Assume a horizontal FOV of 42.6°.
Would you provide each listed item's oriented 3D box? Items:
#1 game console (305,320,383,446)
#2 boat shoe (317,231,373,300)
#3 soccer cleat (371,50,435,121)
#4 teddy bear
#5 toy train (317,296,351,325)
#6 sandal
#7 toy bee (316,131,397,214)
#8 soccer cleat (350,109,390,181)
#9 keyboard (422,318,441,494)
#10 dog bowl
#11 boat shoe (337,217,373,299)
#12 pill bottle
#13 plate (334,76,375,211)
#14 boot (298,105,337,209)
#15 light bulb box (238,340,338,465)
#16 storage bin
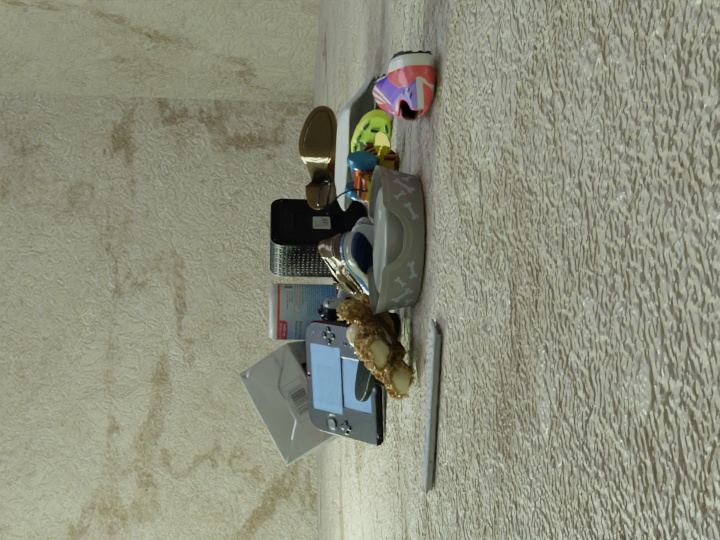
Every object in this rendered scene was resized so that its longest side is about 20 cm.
[{"bbox_3d":[-0.029,0.192,1.605,0.176,0.031,0.203,8,104,48],"label":"game console"},{"bbox_3d":[-0.005,0.001,1.408,0.201,0.071,0.073,60,-140,-51],"label":"boat shoe"},{"bbox_3d":[0.055,-0.222,1.193,0.200,0.067,0.074,152,114,-81],"label":"soccer cleat"},{"bbox_3d":[0.018,0.109,1.291,0.145,0.067,0.201,42,-169,-37],"label":"teddy bear"},{"bbox_3d":[-0.027,0.140,1.693,0.085,0.112,0.203,-104,16,-67],"label":"toy train"},{"bbox_3d":[0.034,0.147,1.469,0.201,0.047,0.076,116,159,-47],"label":"sandal"},{"bbox_3d":[0.024,-0.128,1.405,0.132,0.107,0.201,85,-155,-50],"label":"toy bee"},{"bbox_3d":[0.013,-0.222,1.600,0.201,0.064,0.085,100,171,-60],"label":"soccer cleat"},{"bbox_3d":[0.083,0.162,1.105,0.056,0.010,0.203,-114,26,-76],"label":"keyboard"},{"bbox_3d":[0.047,-0.041,1.264,0.200,0.058,0.203,-179,90,-84],"label":"dog bowl"},{"bbox_3d":[0.000,0.000,1.724,0.066,0.072,0.203,-91,14,-69],"label":"boat shoe"},{"bbox_3d":[-0.082,0.082,1.822,0.109,0.197,0.111,-179,90,-85],"label":"pill bottle"},{"bbox_3d":[-0.012,-0.240,1.721,0.200,0.032,0.202,-62,-22,-59],"label":"plate"},{"bbox_3d":[-0.059,-0.228,1.754,0.155,0.073,0.203,-51,-29,-61],"label":"boot"},{"bbox_3d":[-0.111,0.251,1.813,0.200,0.124,0.200,60,-167,9],"label":"light bulb box"},{"bbox_3d":[-0.087,-0.067,1.892,0.095,0.197,0.136,96,173,-46],"label":"storage bin"}]
